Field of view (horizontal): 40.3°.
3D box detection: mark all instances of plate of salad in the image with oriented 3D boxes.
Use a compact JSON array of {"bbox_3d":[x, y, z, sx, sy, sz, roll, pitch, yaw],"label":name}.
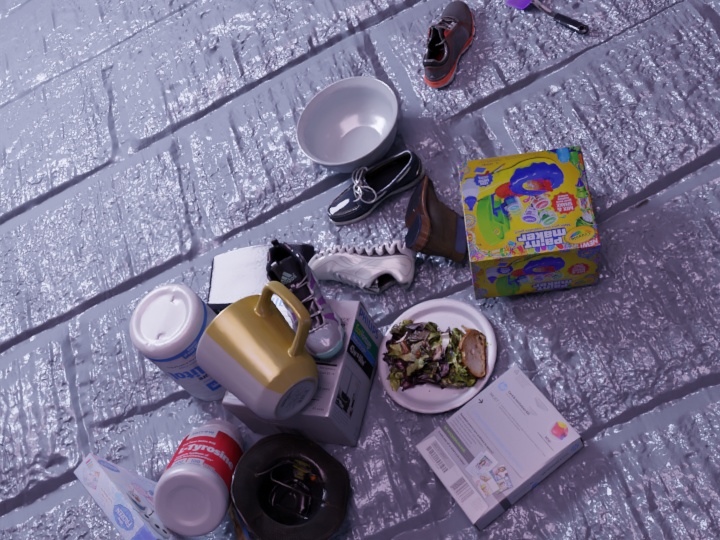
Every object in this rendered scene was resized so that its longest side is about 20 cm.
[{"bbox_3d":[0.118,0.130,1.565,0.198,0.048,0.202,-11,58,17],"label":"plate of salad"}]

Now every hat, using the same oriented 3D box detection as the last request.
[{"bbox_3d":[-0.113,0.351,1.493,0.199,0.081,0.202,13,42,-11],"label":"hat"}]

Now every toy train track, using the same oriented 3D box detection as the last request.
[{"bbox_3d":[-0.166,0.420,1.511,0.200,0.032,0.115,55,133,46],"label":"toy train track"}]

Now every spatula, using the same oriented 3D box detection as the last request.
[{"bbox_3d":[0.356,-0.490,1.852,0.057,0.021,0.200,-47,56,-2],"label":"spatula"}]

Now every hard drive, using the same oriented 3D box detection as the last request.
[{"bbox_3d":[-0.183,0.014,1.765,0.198,0.042,0.136,-8,58,18],"label":"hard drive"}]

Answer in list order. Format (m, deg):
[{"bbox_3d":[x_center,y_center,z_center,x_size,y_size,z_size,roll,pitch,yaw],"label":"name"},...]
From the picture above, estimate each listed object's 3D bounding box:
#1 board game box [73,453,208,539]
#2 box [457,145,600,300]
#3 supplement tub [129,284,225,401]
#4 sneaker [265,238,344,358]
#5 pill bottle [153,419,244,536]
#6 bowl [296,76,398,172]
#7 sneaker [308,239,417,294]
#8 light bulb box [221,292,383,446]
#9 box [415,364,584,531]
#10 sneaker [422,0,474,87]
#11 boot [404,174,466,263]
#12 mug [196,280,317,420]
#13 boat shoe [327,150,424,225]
[{"bbox_3d":[-0.320,0.381,1.504,0.043,0.200,0.199,-48,54,-4],"label":"board game box"},{"bbox_3d":[0.266,-0.075,1.563,0.198,0.122,0.194,-8,58,6],"label":"box"},{"bbox_3d":[-0.284,0.123,1.645,0.131,0.200,0.133,-11,57,17],"label":"supplement tub"},{"bbox_3d":[-0.099,0.034,1.501,0.077,0.140,0.201,-32,52,-1],"label":"sneaker"},{"bbox_3d":[-0.240,0.312,1.517,0.111,0.113,0.200,-20,14,11],"label":"pill bottle"},{"bbox_3d":[-0.012,-0.254,1.824,0.199,0.091,0.203,-11,56,17],"label":"bowl"},{"bbox_3d":[0.000,0.000,1.683,0.198,0.075,0.082,-6,67,20],"label":"sneaker"},{"bbox_3d":[-0.089,0.158,1.588,0.196,0.125,0.202,4,61,25],"label":"light bulb box"},{"bbox_3d":[0.204,0.260,1.455,0.200,0.041,0.156,-39,54,-2],"label":"box"},{"bbox_3d":[0.165,-0.448,1.870,0.076,0.082,0.202,4,63,25],"label":"sneaker"},{"bbox_3d":[0.132,-0.085,1.688,0.096,0.075,0.201,24,38,-12],"label":"boot"},{"bbox_3d":[-0.143,0.130,1.449,0.149,0.187,0.153,-35,60,-21],"label":"mug"},{"bbox_3d":[0.021,-0.150,1.761,0.199,0.062,0.075,-26,60,14],"label":"boat shoe"}]
